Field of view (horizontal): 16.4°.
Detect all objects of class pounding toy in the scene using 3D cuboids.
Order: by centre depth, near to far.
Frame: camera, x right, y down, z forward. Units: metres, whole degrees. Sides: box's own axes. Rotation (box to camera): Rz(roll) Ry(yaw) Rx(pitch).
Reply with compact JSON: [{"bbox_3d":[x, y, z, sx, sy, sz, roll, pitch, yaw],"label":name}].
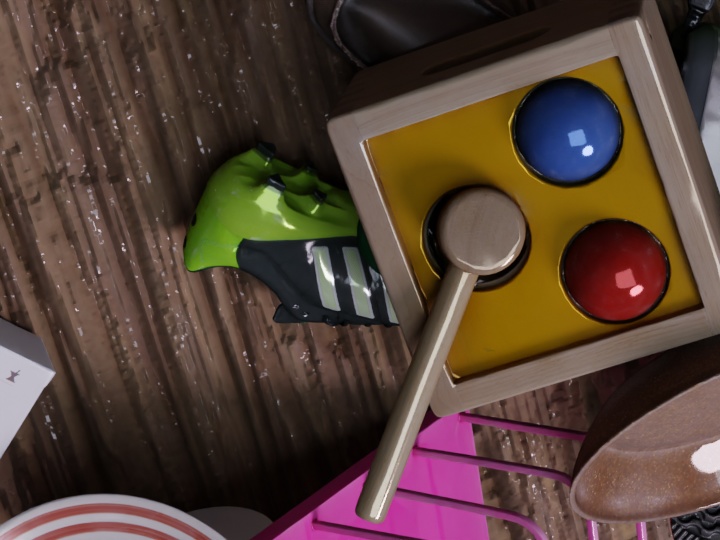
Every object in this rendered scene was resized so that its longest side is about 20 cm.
[{"bbox_3d":[0.069,-0.011,1.192,0.199,0.142,0.185,-18,104,13],"label":"pounding toy"}]

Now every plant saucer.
[{"bbox_3d":[0.191,0.065,1.243,0.199,0.037,0.201,-17,155,-8],"label":"plant saucer"}]

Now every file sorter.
[{"bbox_3d":[0.051,0.175,1.298,0.200,0.125,0.140,-32,119,-47],"label":"file sorter"}]

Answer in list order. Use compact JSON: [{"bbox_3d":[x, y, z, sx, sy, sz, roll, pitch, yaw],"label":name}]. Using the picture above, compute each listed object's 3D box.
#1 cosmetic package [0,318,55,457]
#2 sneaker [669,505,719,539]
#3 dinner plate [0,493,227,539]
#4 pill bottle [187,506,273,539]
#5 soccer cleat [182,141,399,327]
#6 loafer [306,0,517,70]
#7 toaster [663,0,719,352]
[{"bbox_3d":[-0.277,0.062,1.250,0.199,0.052,0.151,29,103,-25],"label":"cosmetic package"},{"bbox_3d":[0.211,0.072,1.403,0.070,0.093,0.201,13,81,3],"label":"sneaker"},{"bbox_3d":[-0.128,0.212,1.237,0.199,0.024,0.202,-2,78,9],"label":"dinner plate"},{"bbox_3d":[-0.064,0.237,1.353,0.115,0.116,0.201,-19,116,-9],"label":"pill bottle"},{"bbox_3d":[0.000,0.000,1.312,0.199,0.068,0.081,23,121,-23],"label":"soccer cleat"},{"bbox_3d":[0.064,-0.106,1.276,0.199,0.071,0.073,26,102,-24],"label":"loafer"},{"bbox_3d":[0.213,-0.047,1.307,0.128,0.114,0.201,11,98,-2],"label":"toaster"}]
